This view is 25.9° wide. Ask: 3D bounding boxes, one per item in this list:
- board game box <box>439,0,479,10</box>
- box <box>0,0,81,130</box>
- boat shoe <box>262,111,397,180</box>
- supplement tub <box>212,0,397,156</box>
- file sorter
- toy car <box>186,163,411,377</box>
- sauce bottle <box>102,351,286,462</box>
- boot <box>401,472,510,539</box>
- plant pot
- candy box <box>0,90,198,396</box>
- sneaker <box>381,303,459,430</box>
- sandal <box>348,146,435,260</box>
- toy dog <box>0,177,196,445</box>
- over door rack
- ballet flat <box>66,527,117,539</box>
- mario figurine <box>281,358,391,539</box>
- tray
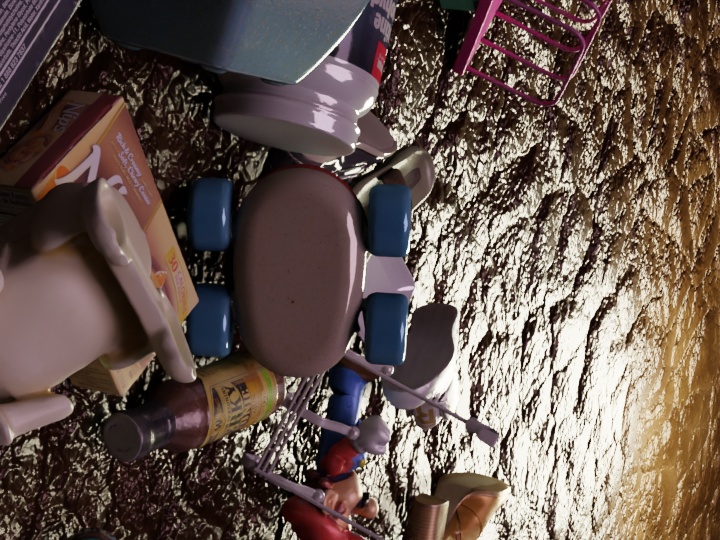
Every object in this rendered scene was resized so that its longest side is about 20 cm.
[{"bbox_3d":[0.122,-0.400,1.660,0.201,0.045,0.152,-62,147,-32],"label":"board game box"},{"bbox_3d":[-0.264,-0.216,0.928,0.201,0.123,0.199,-66,149,-30],"label":"box"},{"bbox_3d":[-0.030,-0.115,1.471,0.063,0.073,0.200,-44,169,24],"label":"boat shoe"},{"bbox_3d":[-0.043,-0.209,1.314,0.140,0.140,0.201,24,76,-60],"label":"supplement tub"},{"bbox_3d":[0.206,-0.299,1.703,0.201,0.125,0.139,-62,177,-33],"label":"file sorter"},{"bbox_3d":[-0.048,-0.012,1.375,0.200,0.183,0.178,-78,169,-79],"label":"toy car"},{"bbox_3d":[-0.138,0.116,1.309,0.200,0.064,0.065,-20,115,-57],"label":"sauce bottle"},{"bbox_3d":[0.102,0.317,1.805,0.201,0.070,0.145,-8,110,-57],"label":"boot"},{"bbox_3d":[-0.097,-0.250,1.168,0.195,0.195,0.201,3,103,-61],"label":"plant pot"},{"bbox_3d":[-0.197,-0.019,1.172,0.116,0.055,0.201,-55,141,-39],"label":"candy box"},{"bbox_3d":[0.071,0.126,1.652,0.200,0.073,0.116,-55,144,-63],"label":"sneaker"},{"bbox_3d":[0.032,-0.063,1.529,0.201,0.057,0.080,-49,138,-45],"label":"sandal"},{"bbox_3d":[-0.232,0.021,0.994,0.194,0.199,0.140,-117,-177,-50],"label":"toy dog"},{"bbox_3d":[0.009,0.162,1.420,0.148,0.199,0.067,-62,167,5],"label":"over door rack"},{"bbox_3d":[-0.207,0.289,1.244,0.074,0.074,0.201,-22,118,-58],"label":"ballet flat"},{"bbox_3d":[-0.005,0.185,1.523,0.123,0.105,0.201,20,81,-64],"label":"mario figurine"},{"bbox_3d":[0.000,0.000,1.570,0.108,0.022,0.200,-64,147,-27],"label":"tray"}]
